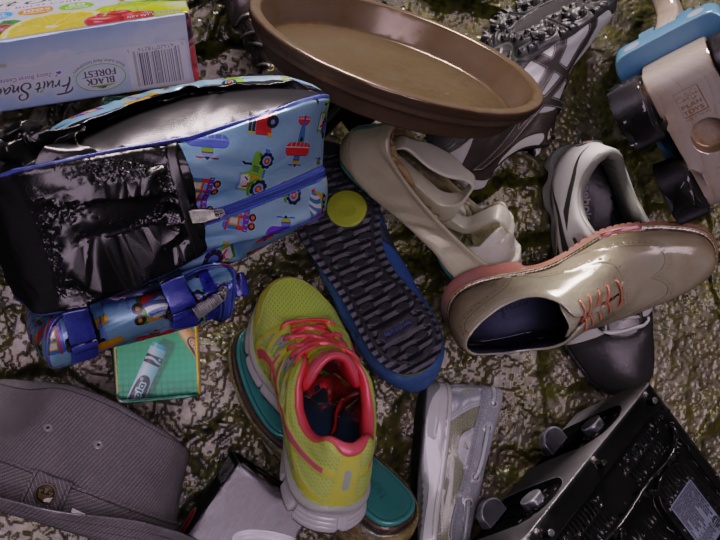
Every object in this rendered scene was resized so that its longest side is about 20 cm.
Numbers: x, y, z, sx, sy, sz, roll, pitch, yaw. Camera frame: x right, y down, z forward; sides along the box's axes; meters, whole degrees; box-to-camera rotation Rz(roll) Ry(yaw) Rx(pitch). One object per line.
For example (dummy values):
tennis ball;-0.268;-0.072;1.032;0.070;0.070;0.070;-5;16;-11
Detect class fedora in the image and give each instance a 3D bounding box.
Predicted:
fedora;-0.196;0.126;0.803;0.200;0.177;0.090;13;76;12

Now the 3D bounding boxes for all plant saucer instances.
plant saucer;0.021;-0.135;0.784;0.200;0.200;0.030;15;115;-8

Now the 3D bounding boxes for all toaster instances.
toaster;0.187;0.209;0.855;0.200;0.119;0.181;51;56;-5

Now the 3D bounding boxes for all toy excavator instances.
toy excavator;0.231;-0.157;0.869;0.100;0.200;0.195;-27;108;22

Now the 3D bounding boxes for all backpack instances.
backpack;-0.110;-0.039;0.701;0.200;0.183;0.135;-18;100;-21

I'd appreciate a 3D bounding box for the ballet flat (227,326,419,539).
ballet flat;-0.035;0.127;0.869;0.071;0.071;0.200;-40;65;-7

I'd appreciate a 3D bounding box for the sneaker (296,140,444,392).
sneaker;0.000;0.000;0.893;0.066;0.078;0.200;-24;74;-7

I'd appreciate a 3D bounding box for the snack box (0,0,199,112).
snack box;-0.217;-0.154;0.815;0.200;0.142;0.053;-10;115;-9

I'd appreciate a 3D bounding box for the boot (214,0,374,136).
boot;-0.073;-0.163;0.869;0.200;0.069;0.174;-33;85;-27

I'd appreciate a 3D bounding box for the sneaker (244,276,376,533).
sneaker;-0.026;0.071;0.815;0.078;0.090;0.200;-4;48;-19

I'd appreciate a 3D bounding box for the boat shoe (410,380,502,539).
boat shoe;0.070;0.184;0.892;0.065;0.074;0.202;3;82;-4

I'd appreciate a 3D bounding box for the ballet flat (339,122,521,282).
ballet flat;0.070;-0.038;0.873;0.200;0.069;0.069;40;83;-23

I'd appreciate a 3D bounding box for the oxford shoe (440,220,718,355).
oxford shoe;0.159;0.022;0.840;0.200;0.074;0.071;-18;115;4

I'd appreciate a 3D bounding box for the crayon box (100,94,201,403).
crayon box;-0.145;-0.014;0.837;0.058;0.119;0.200;-3;89;-9

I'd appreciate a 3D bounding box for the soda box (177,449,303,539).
soda box;-0.120;0.234;0.865;0.071;0.063;0.200;36;85;-7

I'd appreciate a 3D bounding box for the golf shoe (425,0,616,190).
golf shoe;0.124;-0.142;0.914;0.200;0.078;0.095;-40;127;-19

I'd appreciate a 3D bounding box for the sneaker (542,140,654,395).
sneaker;0.186;0.001;0.906;0.074;0.089;0.200;-15;93;-10
